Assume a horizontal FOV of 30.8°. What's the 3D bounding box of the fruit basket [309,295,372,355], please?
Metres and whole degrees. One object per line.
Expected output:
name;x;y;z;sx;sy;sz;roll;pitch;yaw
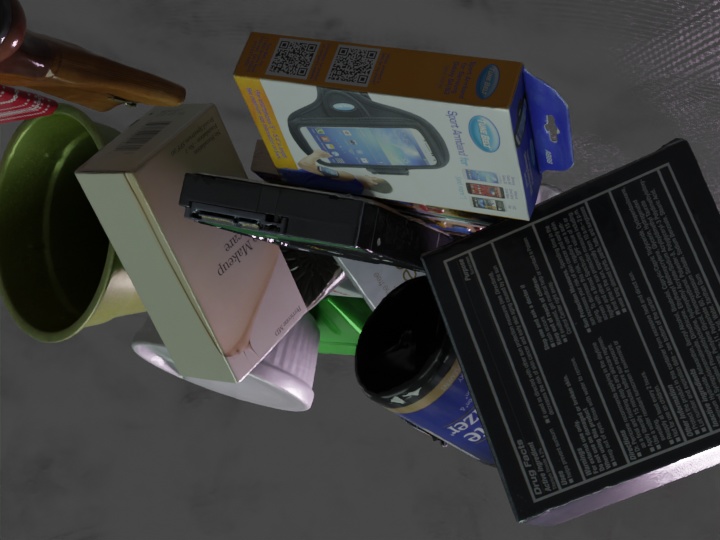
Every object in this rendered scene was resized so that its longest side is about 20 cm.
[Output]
fruit basket;0.004;0.033;1.503;0.215;0.156;0.216;22;161;8

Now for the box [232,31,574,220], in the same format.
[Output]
box;0.031;-0.087;0.817;0.200;0.042;0.119;11;153;21

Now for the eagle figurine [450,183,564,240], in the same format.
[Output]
eagle figurine;0.141;-0.010;1.158;0.152;0.151;0.200;53;-166;-14

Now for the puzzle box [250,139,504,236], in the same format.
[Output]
puzzle box;0.029;-0.056;0.991;0.200;0.025;0.133;11;173;14

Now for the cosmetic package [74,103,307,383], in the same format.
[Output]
cosmetic package;-0.130;-0.021;1.033;0.073;0.104;0.200;3;129;40

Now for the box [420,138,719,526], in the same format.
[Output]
box;0.175;0.049;0.905;0.198;0.200;0.123;-23;162;13

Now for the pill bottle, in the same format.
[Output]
pill bottle;0.100;0.094;1.071;0.200;0.112;0.112;32;161;-34

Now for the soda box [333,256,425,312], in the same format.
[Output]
soda box;0.035;0.012;1.155;0.200;0.068;0.064;54;178;-31

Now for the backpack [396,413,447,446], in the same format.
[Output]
backpack;0.112;0.100;1.399;0.154;0.200;0.190;40;168;-7

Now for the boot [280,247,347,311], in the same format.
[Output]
boot;0.000;0.002;1.264;0.073;0.182;0.200;55;-169;21

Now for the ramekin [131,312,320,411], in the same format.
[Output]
ramekin;-0.136;0.073;1.402;0.202;0.094;0.202;17;165;5

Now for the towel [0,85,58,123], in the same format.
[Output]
towel;-0.366;-0.155;1.055;0.144;0.023;0.200;0;168;44

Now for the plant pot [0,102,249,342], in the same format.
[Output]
plant pot;-0.194;-0.040;1.158;0.190;0.201;0.200;0;-179;-44

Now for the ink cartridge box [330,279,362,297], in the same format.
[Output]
ink cartridge box;-0.099;-0.031;1.348;0.200;0.083;0.146;4;169;41

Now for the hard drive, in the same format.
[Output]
hard drive;-0.026;-0.033;0.962;0.139;0.038;0.200;10;179;23

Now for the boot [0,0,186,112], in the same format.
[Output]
boot;-0.201;-0.132;0.850;0.200;0.069;0.188;17;169;-41
